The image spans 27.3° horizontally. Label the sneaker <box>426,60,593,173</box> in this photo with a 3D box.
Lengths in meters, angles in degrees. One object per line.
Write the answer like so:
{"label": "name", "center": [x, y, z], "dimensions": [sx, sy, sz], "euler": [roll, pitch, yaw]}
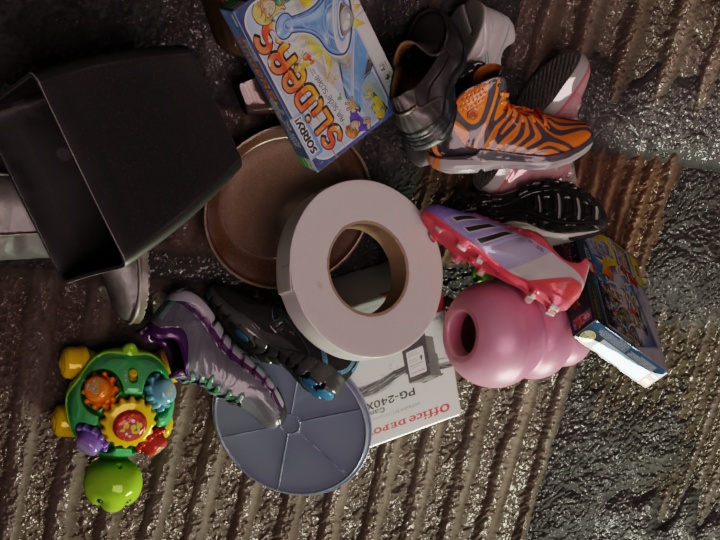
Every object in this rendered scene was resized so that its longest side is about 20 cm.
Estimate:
{"label": "sneaker", "center": [0.169, -0.172, 1.632], "dimensions": [0.198, 0.078, 0.113], "euler": [-8, 117, -20]}

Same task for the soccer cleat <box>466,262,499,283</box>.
{"label": "soccer cleat", "center": [0.188, 0.038, 1.828], "dimensions": [0.081, 0.068, 0.201], "euler": [-21, 117, -2]}

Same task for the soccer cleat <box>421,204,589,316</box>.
{"label": "soccer cleat", "center": [0.163, -0.026, 1.670], "dimensions": [0.199, 0.067, 0.077], "euler": [32, 75, 4]}

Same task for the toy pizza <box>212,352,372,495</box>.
{"label": "toy pizza", "center": [-0.080, 0.176, 1.764], "dimensions": [0.198, 0.032, 0.202], "euler": [6, 114, 13]}

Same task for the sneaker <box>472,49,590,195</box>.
{"label": "sneaker", "center": [0.227, -0.159, 1.745], "dimensions": [0.104, 0.075, 0.201], "euler": [26, 110, -25]}

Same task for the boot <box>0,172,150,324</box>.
{"label": "boot", "center": [-0.330, -0.022, 1.595], "dimensions": [0.199, 0.072, 0.183], "euler": [-7, 103, -26]}

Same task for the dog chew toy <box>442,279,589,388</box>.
{"label": "dog chew toy", "center": [0.194, 0.074, 1.750], "dimensions": [0.199, 0.124, 0.125], "euler": [1, 114, -36]}

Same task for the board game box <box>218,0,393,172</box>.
{"label": "board game box", "center": [-0.046, -0.224, 1.562], "dimensions": [0.135, 0.034, 0.201], "euler": [-39, 120, -18]}

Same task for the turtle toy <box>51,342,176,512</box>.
{"label": "turtle toy", "center": [-0.275, 0.176, 1.692], "dimensions": [0.145, 0.101, 0.201], "euler": [3, 113, -22]}

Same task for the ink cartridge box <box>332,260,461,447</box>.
{"label": "ink cartridge box", "center": [0.033, 0.099, 1.787], "dimensions": [0.144, 0.083, 0.201], "euler": [-18, 119, -13]}

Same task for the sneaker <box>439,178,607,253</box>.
{"label": "sneaker", "center": [0.189, -0.054, 1.734], "dimensions": [0.198, 0.074, 0.080], "euler": [-4, 146, 11]}

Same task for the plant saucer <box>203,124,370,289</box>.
{"label": "plant saucer", "center": [-0.085, -0.077, 1.685], "dimensions": [0.199, 0.037, 0.202], "euler": [-9, 116, -18]}

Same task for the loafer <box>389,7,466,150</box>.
{"label": "loafer", "center": [0.068, -0.222, 1.589], "dimensions": [0.072, 0.201, 0.072], "euler": [-20, 132, 23]}

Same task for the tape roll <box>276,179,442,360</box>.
{"label": "tape roll", "center": [0.000, 0.000, 1.654], "dimensions": [0.201, 0.037, 0.205], "euler": [5, 79, -30]}

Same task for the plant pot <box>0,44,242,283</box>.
{"label": "plant pot", "center": [-0.239, -0.121, 1.496], "dimensions": [0.177, 0.199, 0.201], "euler": [-28, 98, -28]}

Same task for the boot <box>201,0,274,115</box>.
{"label": "boot", "center": [-0.081, -0.263, 1.587], "dimensions": [0.145, 0.070, 0.201], "euler": [-25, 122, -16]}

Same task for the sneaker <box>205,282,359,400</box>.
{"label": "sneaker", "center": [-0.088, 0.067, 1.693], "dimensions": [0.082, 0.199, 0.073], "euler": [-51, 164, -20]}

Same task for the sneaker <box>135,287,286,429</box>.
{"label": "sneaker", "center": [-0.172, 0.120, 1.688], "dimensions": [0.200, 0.074, 0.088], "euler": [50, 56, -9]}

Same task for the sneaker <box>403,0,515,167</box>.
{"label": "sneaker", "center": [0.117, -0.204, 1.686], "dimensions": [0.080, 0.070, 0.201], "euler": [9, 116, -42]}

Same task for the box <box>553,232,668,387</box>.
{"label": "box", "center": [0.297, 0.030, 1.792], "dimensions": [0.136, 0.201, 0.038], "euler": [33, 123, -30]}
